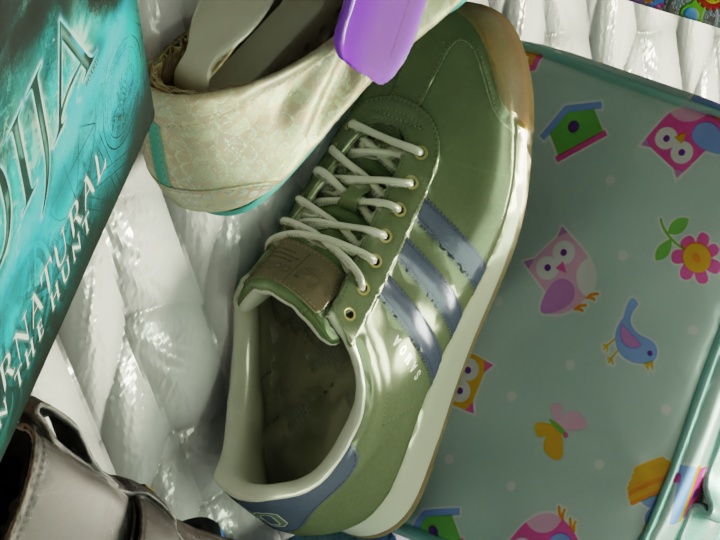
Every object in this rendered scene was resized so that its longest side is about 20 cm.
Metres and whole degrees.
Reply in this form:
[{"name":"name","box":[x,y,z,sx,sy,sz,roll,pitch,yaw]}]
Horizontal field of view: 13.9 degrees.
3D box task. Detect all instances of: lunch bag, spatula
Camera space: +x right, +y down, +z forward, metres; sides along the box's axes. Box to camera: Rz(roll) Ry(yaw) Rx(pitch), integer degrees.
[{"name":"lunch bag","box":[0.083,0.026,1.112,0.077,0.160,0.200,20,90,-64]},{"name":"spatula","box":[-0.029,-0.100,0.863,0.200,0.021,0.057,19,89,-53]}]

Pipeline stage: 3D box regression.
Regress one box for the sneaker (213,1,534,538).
[{"name":"sneaker","box":[0.000,0.000,1.042,0.090,0.067,0.201,4,103,-55]}]

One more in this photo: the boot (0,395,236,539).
[{"name":"boot","box":[-0.078,0.147,0.872,0.174,0.069,0.200,20,84,-44]}]

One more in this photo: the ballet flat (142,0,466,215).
[{"name":"ballet flat","box":[-0.002,-0.100,0.962,0.200,0.067,0.062,-53,141,-28]}]

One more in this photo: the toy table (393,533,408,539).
[{"name":"toy table","box":[0.089,0.109,1.248,0.200,0.117,0.184,26,87,-63]}]

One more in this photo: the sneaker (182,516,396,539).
[{"name":"sneaker","box":[-0.042,0.127,1.058,0.200,0.078,0.090,-29,132,-53]}]

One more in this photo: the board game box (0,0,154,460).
[{"name":"board game box","box":[-0.100,-0.016,0.743,0.135,0.028,0.200,86,18,-50]}]

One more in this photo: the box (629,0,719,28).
[{"name":"box","box":[0.184,-0.158,1.081,0.200,0.192,0.122,-37,143,-65]}]
